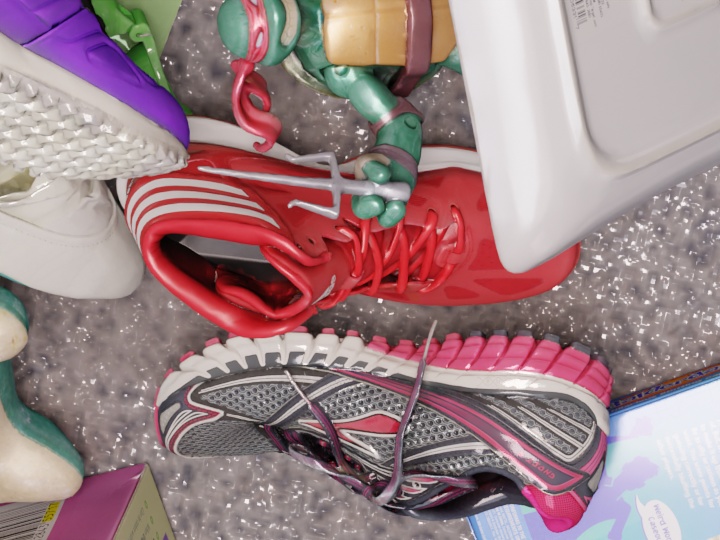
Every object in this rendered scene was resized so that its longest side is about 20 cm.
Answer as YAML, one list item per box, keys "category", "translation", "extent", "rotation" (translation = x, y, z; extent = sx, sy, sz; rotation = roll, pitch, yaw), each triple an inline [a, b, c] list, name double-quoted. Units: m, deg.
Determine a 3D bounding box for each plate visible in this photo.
- category: "plate"
  translation: [0.110, -0.122, 0.940]
  extent: [0.032, 0.200, 0.200]
  rotation: [7, 115, 46]

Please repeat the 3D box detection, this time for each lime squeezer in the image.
- category: "lime squeezer"
  translation: [-0.107, -0.077, 1.026]
  extent: [0.200, 0.038, 0.071]
  rotation: [30, 88, -27]

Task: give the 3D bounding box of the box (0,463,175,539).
- category: "box"
  translation: [-0.119, 0.216, 1.072]
  extent: [0.097, 0.176, 0.200]
  rotation: [-16, 107, 10]

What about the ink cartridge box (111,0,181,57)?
- category: "ink cartridge box"
  translation: [-0.162, -0.168, 1.018]
  extent: [0.200, 0.048, 0.146]
  rotation: [23, 108, 0]

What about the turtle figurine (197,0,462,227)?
- category: "turtle figurine"
  translation: [0.020, -0.103, 0.969]
  extent: [0.200, 0.101, 0.150]
  rotation: [-9, 108, -20]

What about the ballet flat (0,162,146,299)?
- category: "ballet flat"
  translation: [-0.156, -0.044, 0.986]
  extent: [0.200, 0.069, 0.069]
  rotation: [25, 111, -32]

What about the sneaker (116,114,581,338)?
- category: "sneaker"
  translation: [0.000, 0.000, 1.005]
  extent: [0.200, 0.116, 0.078]
  rotation: [5, 118, -10]

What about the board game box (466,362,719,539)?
- category: "board game box"
  translation: [0.158, 0.120, 1.067]
  extent: [0.200, 0.045, 0.152]
  rotation: [-20, 92, 12]

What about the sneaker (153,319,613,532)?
- category: "sneaker"
  translation: [0.005, 0.067, 1.039]
  extent: [0.200, 0.081, 0.075]
  rotation: [-1, 69, 20]

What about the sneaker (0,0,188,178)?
- category: "sneaker"
  translation: [-0.129, -0.104, 0.907]
  extent: [0.069, 0.200, 0.100]
  rotation: [-6, 66, 37]

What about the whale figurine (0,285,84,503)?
- category: "whale figurine"
  translation: [-0.195, 0.022, 1.066]
  extent: [0.159, 0.104, 0.200]
  rotation: [-13, 131, 38]
